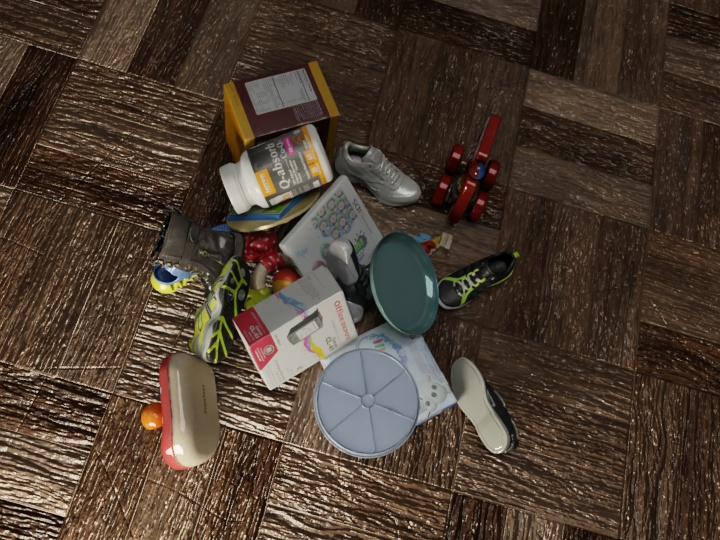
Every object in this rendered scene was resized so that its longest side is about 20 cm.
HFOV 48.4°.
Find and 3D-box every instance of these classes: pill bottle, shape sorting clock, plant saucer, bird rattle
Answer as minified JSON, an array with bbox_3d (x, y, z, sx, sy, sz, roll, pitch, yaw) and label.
[{"bbox_3d":[-0.159,-0.189,1.523,0.197,0.117,0.118,-23,71,-1],"label":"pill bottle"},{"bbox_3d":[-0.172,-0.128,1.590,0.197,0.040,0.201,-17,30,10],"label":"shape sorting clock"},{"bbox_3d":[0.081,0.026,1.542,0.198,0.027,0.204,20,63,-43],"label":"plant saucer"},{"bbox_3d":[-0.168,0.020,1.573,0.161,0.113,0.203,16,55,-18],"label":"bird rattle"}]

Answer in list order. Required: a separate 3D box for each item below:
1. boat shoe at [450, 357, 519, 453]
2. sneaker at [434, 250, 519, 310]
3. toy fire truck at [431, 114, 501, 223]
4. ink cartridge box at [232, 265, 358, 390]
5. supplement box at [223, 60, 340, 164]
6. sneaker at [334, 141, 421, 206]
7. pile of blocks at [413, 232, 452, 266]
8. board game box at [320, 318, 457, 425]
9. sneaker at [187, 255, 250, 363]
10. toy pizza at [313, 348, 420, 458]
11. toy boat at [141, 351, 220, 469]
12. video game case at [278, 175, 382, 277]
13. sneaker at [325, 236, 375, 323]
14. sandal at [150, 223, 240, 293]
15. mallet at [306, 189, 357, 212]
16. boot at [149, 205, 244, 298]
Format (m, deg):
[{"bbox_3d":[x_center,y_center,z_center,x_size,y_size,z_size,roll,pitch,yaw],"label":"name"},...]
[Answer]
[{"bbox_3d":[0.240,0.257,1.535,0.060,0.074,0.201,13,38,-47],"label":"boat shoe"},{"bbox_3d":[0.236,0.009,1.628,0.198,0.083,0.072,-29,73,-19],"label":"sneaker"},{"bbox_3d":[0.233,-0.208,1.673,0.111,0.168,0.202,23,65,2],"label":"toy fire truck"},{"bbox_3d":[-0.117,0.106,1.476,0.198,0.149,0.086,-29,49,-10],"label":"ink cartridge box"},{"bbox_3d":[-0.163,-0.291,1.631,0.197,0.198,0.134,-18,70,-15],"label":"supplement box"},{"bbox_3d":[0.038,-0.202,1.679,0.198,0.100,0.076,26,63,1],"label":"sneaker"},{"bbox_3d":[0.107,-0.040,1.640,0.198,0.062,0.083,-29,74,-19],"label":"pile of blocks"},{"bbox_3d":[0.052,0.211,1.534,0.197,0.043,0.202,-24,73,-17],"label":"board game box"},{"bbox_3d":[-0.263,0.064,1.460,0.075,0.075,0.203,7,69,31],"label":"sneaker"},{"bbox_3d":[0.011,0.244,1.476,0.196,0.032,0.204,2,69,-5],"label":"toy pizza"},{"bbox_3d":[-0.333,0.254,1.431,0.129,0.130,0.203,-17,67,17],"label":"toy boat"},{"bbox_3d":[-0.050,-0.052,1.578,0.023,0.183,0.201,12,54,47],"label":"video game case"},{"bbox_3d":[0.000,0.000,1.545,0.113,0.202,0.075,-33,47,-27],"label":"sneaker"},{"bbox_3d":[-0.318,-0.031,1.559,0.199,0.087,0.080,-36,74,-22],"label":"sandal"},{"bbox_3d":[-0.096,-0.122,1.661,0.196,0.041,0.067,-11,66,-9],"label":"mallet"},{"bbox_3d":[-0.314,-0.006,1.493,0.172,0.069,0.204,13,87,-41],"label":"boot"}]
